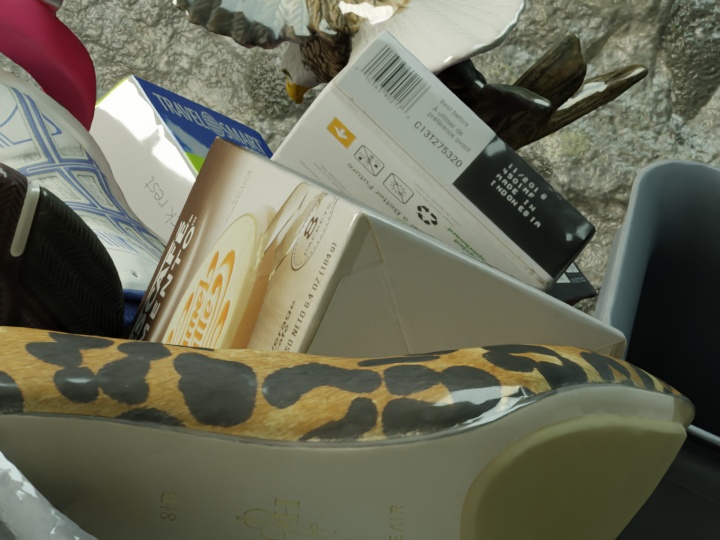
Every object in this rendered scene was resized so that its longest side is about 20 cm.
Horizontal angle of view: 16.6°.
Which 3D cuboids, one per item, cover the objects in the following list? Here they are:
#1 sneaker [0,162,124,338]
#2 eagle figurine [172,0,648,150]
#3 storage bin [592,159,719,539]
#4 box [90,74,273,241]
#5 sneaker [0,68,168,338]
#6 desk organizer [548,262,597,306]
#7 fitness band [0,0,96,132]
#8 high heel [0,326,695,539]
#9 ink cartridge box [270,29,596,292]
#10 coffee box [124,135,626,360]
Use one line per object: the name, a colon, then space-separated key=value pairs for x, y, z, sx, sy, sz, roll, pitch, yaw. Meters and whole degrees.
sneaker: x=-0.172 y=-0.019 z=0.741 sx=0.199 sy=0.076 sz=0.115 roll=23 pitch=0 yaw=-34
eagle figurine: x=-0.016 y=-0.111 z=0.898 sx=0.200 sy=0.151 sz=0.152 roll=55 pitch=31 yaw=7
storage bin: x=0.131 y=0.090 z=0.678 sx=0.199 sy=0.135 sz=0.146 roll=25 pitch=34 yaw=-2
box: x=-0.048 y=-0.002 z=1.068 sx=0.200 sy=0.048 sz=0.122 roll=56 pitch=15 yaw=23
sneaker: x=-0.103 y=-0.005 z=0.838 sx=0.200 sy=0.075 sz=0.088 roll=38 pitch=6 yaw=-9
desk organizer: x=0.029 y=0.007 z=1.024 sx=0.072 sy=0.077 sz=0.200 roll=55 pitch=15 yaw=9
fitness band: x=-0.188 y=-0.085 z=0.885 sx=0.199 sy=0.038 sz=0.143 roll=24 pitch=-35 yaw=-33
high heel: x=-0.026 y=0.030 z=0.550 sx=0.142 sy=0.072 sz=0.199 roll=32 pitch=34 yaw=34
ink cartridge box: x=0.000 y=0.000 z=0.854 sx=0.095 sy=0.037 sz=0.200 roll=43 pitch=-31 yaw=0
coffee box: x=-0.012 y=0.038 z=0.679 sx=0.079 sy=0.115 sz=0.200 roll=24 pitch=1 yaw=-15
